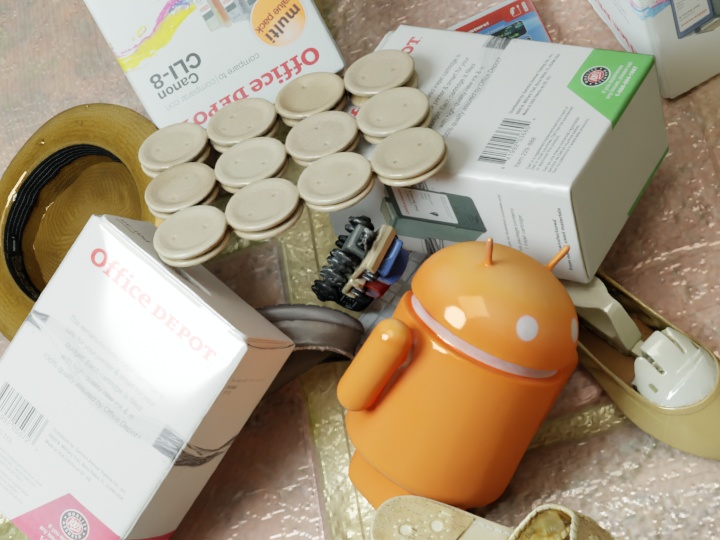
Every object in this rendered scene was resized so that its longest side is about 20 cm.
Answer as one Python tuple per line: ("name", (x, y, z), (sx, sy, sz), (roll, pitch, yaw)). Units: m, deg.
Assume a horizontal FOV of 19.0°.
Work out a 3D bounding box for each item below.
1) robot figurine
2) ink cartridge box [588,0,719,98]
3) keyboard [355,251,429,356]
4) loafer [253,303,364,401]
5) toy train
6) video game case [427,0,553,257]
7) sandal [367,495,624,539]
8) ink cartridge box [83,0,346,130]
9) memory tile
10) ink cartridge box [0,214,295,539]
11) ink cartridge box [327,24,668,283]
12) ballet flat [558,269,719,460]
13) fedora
("robot figurine", (0.063, 0.068, 1.355), (0.143, 0.201, 0.117), (24, 19, -5))
("ink cartridge box", (0.197, -0.240, 1.490), (0.087, 0.201, 0.146), (-27, 52, -3))
("keyboard", (0.063, -0.010, 1.505), (0.056, 0.011, 0.200), (29, 71, 33))
("loafer", (-0.089, 0.075, 1.478), (0.198, 0.073, 0.072), (-14, 73, 14))
("toy train", (0.000, 0.000, 1.412), (0.046, 0.200, 0.034), (29, 80, -1))
("video game case", (0.089, -0.102, 1.544), (0.142, 0.017, 0.201), (-25, 50, 5))
("sandal", (0.109, 0.173, 1.282), (0.210, 0.070, 0.078), (14, 60, 1))
("ink cartridge box", (-0.120, -0.202, 1.559), (0.145, 0.201, 0.145), (-30, 12, 0))
("memory tile", (-0.047, -0.075, 1.409), (0.198, 0.017, 0.154), (-20, 38, 0))
("ink cartridge box", (-0.158, 0.085, 1.412), (0.146, 0.083, 0.201), (38, 102, 20))
("ink cartridge box", (0.087, -0.083, 1.447), (0.199, 0.085, 0.146), (11, 47, 30))
("ballet flat", (0.176, 0.052, 1.390), (0.069, 0.063, 0.200), (-44, 55, -14))
("fedora", (-0.184, -0.022, 1.545), (0.199, 0.082, 0.203), (-13, 67, 34))
